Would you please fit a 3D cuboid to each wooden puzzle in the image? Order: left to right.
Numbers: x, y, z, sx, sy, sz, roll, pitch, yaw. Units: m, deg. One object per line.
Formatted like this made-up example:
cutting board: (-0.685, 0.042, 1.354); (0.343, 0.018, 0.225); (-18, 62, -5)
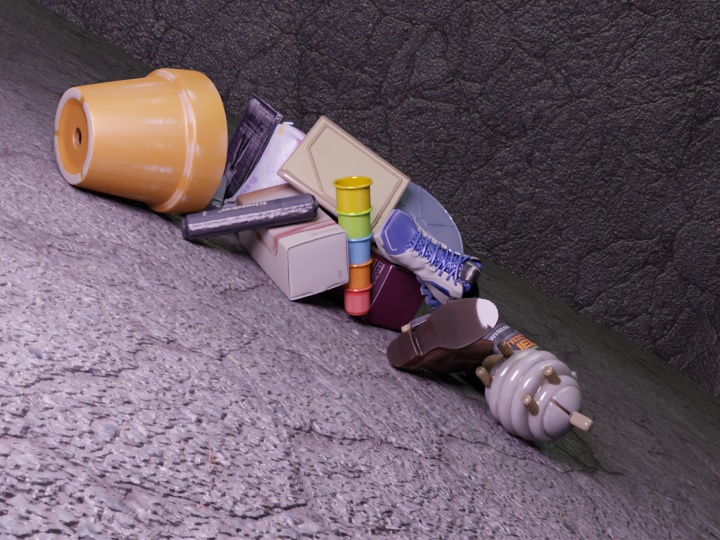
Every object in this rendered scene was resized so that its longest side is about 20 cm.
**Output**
wooden puzzle: (-0.025, -0.146, 1.380); (0.184, 0.037, 0.201); (35, 41, -4)

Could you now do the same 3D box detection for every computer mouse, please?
computer mouse: (0.116, 0.095, 1.335); (0.044, 0.109, 0.200); (59, 2, 13)

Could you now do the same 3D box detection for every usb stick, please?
usb stick: (-0.157, -0.078, 1.232); (0.196, 0.033, 0.056); (-11, 29, -7)

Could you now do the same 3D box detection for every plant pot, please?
plant pot: (-0.311, -0.181, 1.187); (0.181, 0.203, 0.200); (-3, 30, -42)

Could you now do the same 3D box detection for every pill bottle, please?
pill bottle: (0.234, 0.151, 1.368); (0.199, 0.107, 0.106); (35, 11, 31)

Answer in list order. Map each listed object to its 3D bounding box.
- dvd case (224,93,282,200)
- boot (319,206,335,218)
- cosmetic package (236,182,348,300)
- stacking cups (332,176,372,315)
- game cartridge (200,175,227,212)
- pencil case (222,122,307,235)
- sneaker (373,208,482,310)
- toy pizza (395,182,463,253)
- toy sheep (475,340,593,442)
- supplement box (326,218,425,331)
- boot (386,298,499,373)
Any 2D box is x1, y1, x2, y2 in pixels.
dvd case: (-0.208, -0.203, 1.527); (0.016, 0.202, 0.149); (23, 12, -31)
boot: (-0.006, -0.098, 1.451); (0.198, 0.078, 0.139); (31, 23, -13)
cosmetic package: (-0.105, -0.049, 1.296); (0.102, 0.089, 0.200); (-17, 34, -25)
stacking cups: (-0.003, -0.034, 1.278); (0.059, 0.204, 0.061); (-4, 20, 2)
game cartridge: (-0.287, -0.143, 1.418); (0.131, 0.042, 0.200); (16, 16, -10)
pencil case: (-0.150, -0.147, 1.445); (0.090, 0.201, 0.083); (37, 3, 2)
sneaker: (0.121, -0.015, 1.299); (0.114, 0.081, 0.200); (-2, -42, 52)
toy pizza: (0.094, -0.071, 1.462); (0.198, 0.032, 0.203); (27, 40, -25)
toy sheep: (0.243, 0.174, 1.208); (0.137, 0.140, 0.199); (22, 9, -40)
supplement box: (0.000, 0.000, 1.426); (0.199, 0.104, 0.130); (37, 11, 37)
boot: (0.157, 0.102, 1.241); (0.199, 0.184, 0.065); (18, 55, -52)
